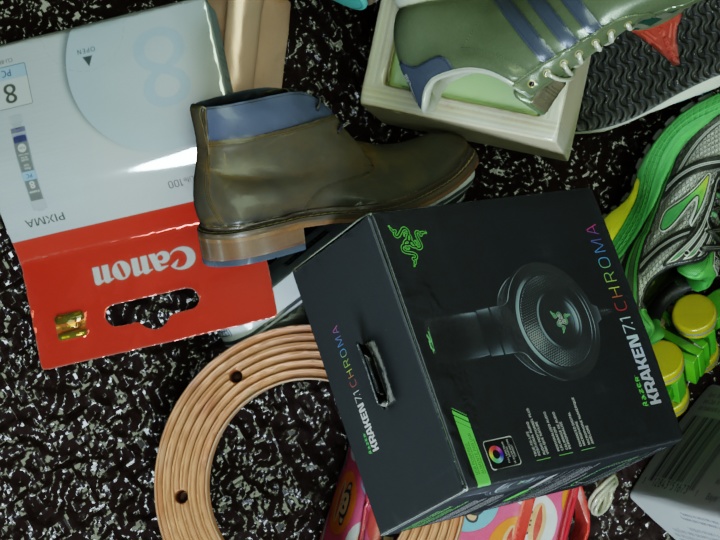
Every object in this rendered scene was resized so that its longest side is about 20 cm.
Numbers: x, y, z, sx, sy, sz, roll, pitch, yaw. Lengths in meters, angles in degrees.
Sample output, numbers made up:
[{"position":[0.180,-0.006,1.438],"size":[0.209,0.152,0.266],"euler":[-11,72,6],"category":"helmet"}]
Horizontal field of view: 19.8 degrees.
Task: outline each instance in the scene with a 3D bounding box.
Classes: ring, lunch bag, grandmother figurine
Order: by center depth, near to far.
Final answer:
[{"position":[-0.031,0.134,1.294],"size":[0.198,0.019,0.203],"euler":[-1,84,7],"category":"ring"},{"position":[-0.084,-0.091,1.321],"size":[0.120,0.061,0.202],"euler":[3,88,-6],"category":"grandmother figurine"},{"position":[0.070,0.162,1.359],"size":[0.175,0.082,0.202],"euler":[15,89,-18],"category":"lunch bag"}]

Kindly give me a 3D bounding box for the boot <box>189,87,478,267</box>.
[{"position":[-0.015,-0.076,1.252],"size":[0.199,0.074,0.098],"euler":[-21,109,-30],"category":"boot"}]

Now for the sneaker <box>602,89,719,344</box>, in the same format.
[{"position":[0.220,-0.033,1.378],"size":[0.085,0.078,0.201],"euler":[33,87,31],"category":"sneaker"}]

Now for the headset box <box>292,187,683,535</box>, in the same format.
[{"position":[0.072,0.052,1.249],"size":[0.199,0.093,0.176],"euler":[-7,72,-39],"category":"headset box"}]

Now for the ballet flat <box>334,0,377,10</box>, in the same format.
[{"position":[-0.065,-0.236,1.292],"size":[0.199,0.067,0.064],"euler":[29,79,9],"category":"ballet flat"}]

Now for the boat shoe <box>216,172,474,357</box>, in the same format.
[{"position":[0.000,0.001,1.337],"size":[0.199,0.074,0.068],"euler":[-38,105,-9],"category":"boat shoe"}]

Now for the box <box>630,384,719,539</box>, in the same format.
[{"position":[0.311,0.179,1.366],"size":[0.200,0.184,0.105],"euler":[41,80,-12],"category":"box"}]

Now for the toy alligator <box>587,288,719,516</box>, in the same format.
[{"position":[0.192,0.074,1.392],"size":[0.054,0.059,0.200],"euler":[28,68,27],"category":"toy alligator"}]

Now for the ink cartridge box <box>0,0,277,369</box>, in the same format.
[{"position":[-0.149,-0.053,1.275],"size":[0.158,0.047,0.202],"euler":[-12,87,4],"category":"ink cartridge box"}]

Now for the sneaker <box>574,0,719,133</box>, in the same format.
[{"position":[0.202,-0.137,1.388],"size":[0.198,0.093,0.071],"euler":[-20,80,13],"category":"sneaker"}]

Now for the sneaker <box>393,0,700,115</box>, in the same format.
[{"position":[0.115,-0.138,1.219],"size":[0.198,0.067,0.091],"euler":[-3,90,17],"category":"sneaker"}]

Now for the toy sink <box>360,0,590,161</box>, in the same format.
[{"position":[0.088,-0.185,1.312],"size":[0.129,0.112,0.202],"euler":[13,88,11],"category":"toy sink"}]
